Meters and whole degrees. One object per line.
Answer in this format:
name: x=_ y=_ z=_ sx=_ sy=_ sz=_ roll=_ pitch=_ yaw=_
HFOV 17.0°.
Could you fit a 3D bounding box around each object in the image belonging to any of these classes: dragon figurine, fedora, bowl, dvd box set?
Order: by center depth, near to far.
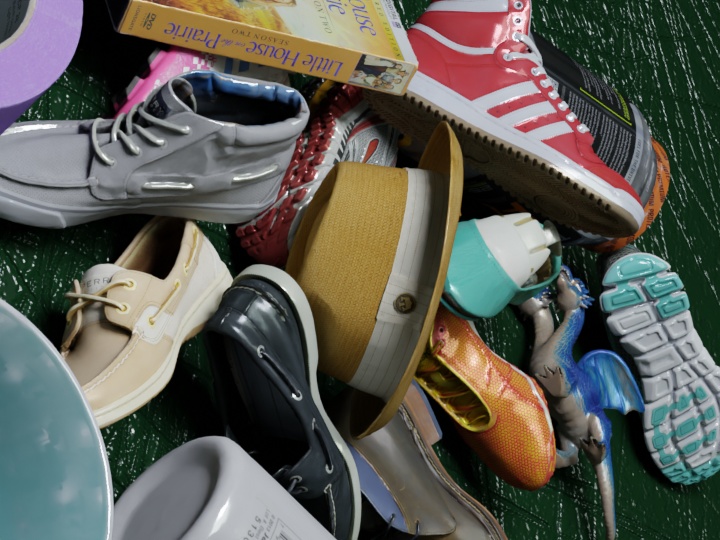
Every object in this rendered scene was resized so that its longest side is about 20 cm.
bowl: x=-0.231 y=0.112 z=1.210 sx=0.200 sy=0.105 sz=0.202 roll=24 pitch=55 yaw=-41
fedora: x=0.000 y=0.000 z=1.456 sx=0.081 sy=0.201 sz=0.201 roll=15 pitch=55 yaw=-8
dvd box set: x=-0.072 y=-0.181 z=1.515 sx=0.199 sy=0.029 sz=0.147 roll=11 pitch=38 yaw=-27
dragon figurine: x=0.161 y=0.093 z=1.718 sx=0.201 sy=0.059 sz=0.099 roll=60 pitch=39 yaw=-7

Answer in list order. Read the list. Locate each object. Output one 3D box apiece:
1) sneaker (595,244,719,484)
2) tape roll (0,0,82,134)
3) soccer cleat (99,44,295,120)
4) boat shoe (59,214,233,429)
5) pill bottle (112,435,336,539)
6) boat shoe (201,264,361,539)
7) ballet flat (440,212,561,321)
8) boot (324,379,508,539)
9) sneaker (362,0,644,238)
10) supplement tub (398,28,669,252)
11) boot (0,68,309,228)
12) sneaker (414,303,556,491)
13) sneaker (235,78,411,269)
sneaker: x=0.225 y=0.064 z=1.799 sx=0.091 sy=0.077 sz=0.201 roll=-113 pitch=-176 yaw=-68
tape roll: x=-0.253 y=-0.160 z=1.323 sx=0.200 sy=0.066 sz=0.201 roll=22 pitch=51 yaw=-30
soccer cleat: x=-0.088 y=-0.118 z=1.513 sx=0.086 sy=0.070 sz=0.200 roll=43 pitch=40 yaw=-6
boat shoe: x=-0.139 y=0.027 z=1.383 sx=0.069 sy=0.073 sz=0.200 roll=68 pitch=27 yaw=-20
pill bottle: x=-0.050 y=0.198 z=1.374 sx=0.200 sy=0.114 sz=0.115 roll=46 pitch=43 yaw=-24
boat shoe: x=-0.052 y=0.099 z=1.426 sx=0.066 sy=0.074 sz=0.200 roll=-42 pitch=133 yaw=-46
ballet flat: x=0.092 y=-0.012 z=1.567 sx=0.068 sy=0.070 sz=0.200 roll=57 pitch=13 yaw=6
boot: x=0.027 y=0.167 z=1.525 sx=0.097 sy=0.075 sz=0.201 roll=-22 pitch=79 yaw=-42
sneaker: x=0.113 y=-0.109 z=1.569 sx=0.199 sy=0.071 sz=0.113 roll=31 pitch=66 yaw=3
supplement tub: x=0.123 y=-0.096 z=1.716 sx=0.200 sy=0.122 sz=0.123 roll=30 pitch=51 yaw=-37
boot: x=-0.129 y=-0.079 z=1.385 sx=0.199 sy=0.096 sz=0.074 roll=-1 pitch=53 yaw=-26
sneaker: x=0.058 y=0.066 z=1.609 sx=0.200 sy=0.073 sz=0.077 roll=55 pitch=38 yaw=2
sneaker: x=-0.015 y=-0.063 z=1.574 sx=0.082 sy=0.078 sz=0.200 roll=53 pitch=40 yaw=-19
